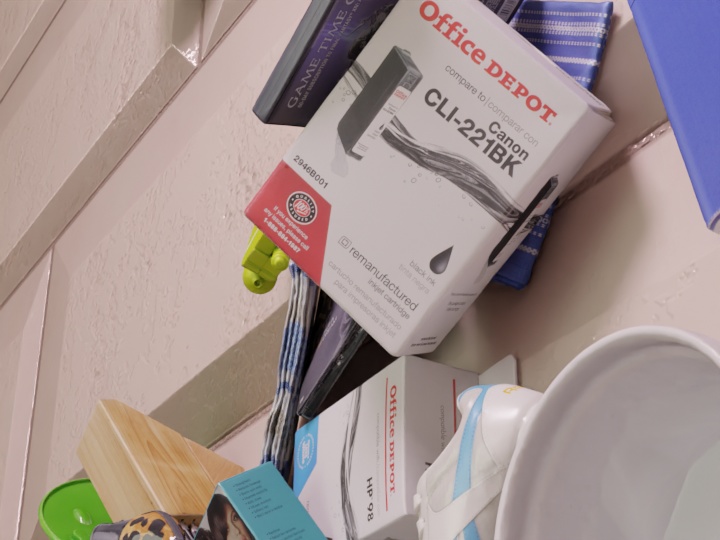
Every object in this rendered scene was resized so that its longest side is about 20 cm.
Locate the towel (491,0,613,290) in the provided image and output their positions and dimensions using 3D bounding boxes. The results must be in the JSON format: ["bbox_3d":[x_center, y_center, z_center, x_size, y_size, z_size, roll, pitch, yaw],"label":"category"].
[{"bbox_3d":[0.104,-0.094,0.997,0.144,0.024,0.203,24,97,62],"label":"towel"}]

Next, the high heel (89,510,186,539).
[{"bbox_3d":[-0.183,0.295,1.126,0.142,0.071,0.203,-20,65,53],"label":"high heel"}]

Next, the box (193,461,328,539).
[{"bbox_3d":[-0.036,0.235,0.958,0.200,0.049,0.083,50,136,26],"label":"box"}]

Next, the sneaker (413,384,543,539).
[{"bbox_3d":[0.070,0.168,0.851,0.080,0.076,0.202,13,78,42],"label":"sneaker"}]

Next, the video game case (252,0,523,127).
[{"bbox_3d":[0.028,-0.156,0.959,0.019,0.199,0.144,46,117,28],"label":"video game case"}]

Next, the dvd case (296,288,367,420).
[{"bbox_3d":[0.000,0.000,1.087,0.149,0.016,0.201,-57,12,31],"label":"dvd case"}]

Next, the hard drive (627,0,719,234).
[{"bbox_3d":[0.218,-0.137,0.799,0.132,0.025,0.202,-50,35,39],"label":"hard drive"}]

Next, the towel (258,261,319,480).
[{"bbox_3d":[-0.056,0.086,1.131,0.147,0.023,0.203,45,-127,-89],"label":"towel"}]

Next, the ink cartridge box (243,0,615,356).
[{"bbox_3d":[0.045,-0.068,0.914,0.144,0.084,0.201,42,102,15],"label":"ink cartridge box"}]

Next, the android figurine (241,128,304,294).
[{"bbox_3d":[-0.052,-0.064,1.199,0.183,0.041,0.200,-59,11,19],"label":"android figurine"}]

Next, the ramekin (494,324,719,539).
[{"bbox_3d":[0.160,0.136,0.679,0.200,0.104,0.203,-39,42,48],"label":"ramekin"}]

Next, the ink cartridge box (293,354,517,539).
[{"bbox_3d":[0.026,0.136,0.976,0.200,0.066,0.117,-40,41,49],"label":"ink cartridge box"}]

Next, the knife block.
[{"bbox_3d":[-0.172,0.211,1.211,0.064,0.198,0.176,-61,0,22],"label":"knife block"}]

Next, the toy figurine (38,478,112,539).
[{"bbox_3d":[-0.235,0.326,1.326,0.200,0.149,0.186,37,117,47],"label":"toy figurine"}]
